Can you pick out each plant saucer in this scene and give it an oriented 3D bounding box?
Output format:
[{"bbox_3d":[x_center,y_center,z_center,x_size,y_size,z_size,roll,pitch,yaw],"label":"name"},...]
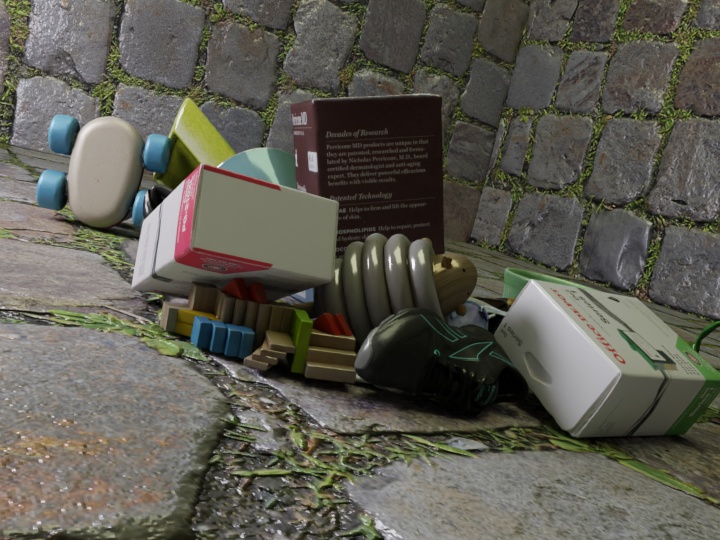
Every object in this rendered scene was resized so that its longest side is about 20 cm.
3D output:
[{"bbox_3d":[-0.279,-0.154,1.169,0.201,0.200,0.048,50,48,4],"label":"plant saucer"}]

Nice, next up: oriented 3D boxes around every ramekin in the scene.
[{"bbox_3d":[0.322,0.070,1.116,0.197,0.099,0.200,14,8,-2],"label":"ramekin"}]

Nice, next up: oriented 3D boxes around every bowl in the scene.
[{"bbox_3d":[-0.155,-0.081,1.080,0.199,0.202,0.105,6,38,-47],"label":"bowl"}]

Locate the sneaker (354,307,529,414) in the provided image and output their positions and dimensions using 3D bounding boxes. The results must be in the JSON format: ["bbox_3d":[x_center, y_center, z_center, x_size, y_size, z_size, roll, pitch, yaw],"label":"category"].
[{"bbox_3d":[0.080,0.085,0.613,0.198,0.076,0.079,7,27,-44],"label":"sneaker"}]

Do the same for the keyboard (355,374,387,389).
[{"bbox_3d":[0.005,0.088,0.717,0.055,0.011,0.200,15,7,1],"label":"keyboard"}]

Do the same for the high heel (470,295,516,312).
[{"bbox_3d":[0.146,0.063,0.918,0.141,0.073,0.199,14,-7,-29],"label":"high heel"}]

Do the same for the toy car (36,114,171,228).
[{"bbox_3d":[-0.419,-0.154,1.161,0.181,0.180,0.200,10,-4,-8],"label":"toy car"}]

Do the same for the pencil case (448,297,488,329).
[{"bbox_3d":[0.061,0.047,0.828,0.199,0.083,0.091,22,-25,53],"label":"pencil case"}]

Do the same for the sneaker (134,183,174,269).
[{"bbox_3d":[-0.241,-0.049,0.871,0.075,0.116,0.199,14,5,-11],"label":"sneaker"}]

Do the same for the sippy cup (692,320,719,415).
[{"bbox_3d":[0.511,0.138,0.840,0.137,0.133,0.178,13,8,-17],"label":"sippy cup"}]

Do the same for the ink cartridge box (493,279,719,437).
[{"bbox_3d":[0.259,0.093,0.715,0.198,0.085,0.147,9,31,-37],"label":"ink cartridge box"}]

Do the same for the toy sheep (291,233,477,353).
[{"bbox_3d":[0.022,0.026,0.693,0.197,0.140,0.138,-17,0,14],"label":"toy sheep"}]

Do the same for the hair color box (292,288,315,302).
[{"bbox_3d":[0.000,0.000,0.960,0.197,0.062,0.099,-9,15,-29],"label":"hair color box"}]

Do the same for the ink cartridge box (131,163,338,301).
[{"bbox_3d":[-0.133,-0.023,0.693,0.143,0.086,0.199,13,-17,-30],"label":"ink cartridge box"}]

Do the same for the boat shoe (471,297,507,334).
[{"bbox_3d":[0.158,0.071,0.843,0.199,0.071,0.072,22,-12,26],"label":"boat shoe"}]

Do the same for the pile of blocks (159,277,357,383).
[{"bbox_3d":[-0.092,0.045,0.615,0.197,0.063,0.082,13,7,9],"label":"pile of blocks"}]

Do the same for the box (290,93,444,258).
[{"bbox_3d":[0.006,-0.120,0.883,0.161,0.204,0.166,-6,12,-13],"label":"box"}]
